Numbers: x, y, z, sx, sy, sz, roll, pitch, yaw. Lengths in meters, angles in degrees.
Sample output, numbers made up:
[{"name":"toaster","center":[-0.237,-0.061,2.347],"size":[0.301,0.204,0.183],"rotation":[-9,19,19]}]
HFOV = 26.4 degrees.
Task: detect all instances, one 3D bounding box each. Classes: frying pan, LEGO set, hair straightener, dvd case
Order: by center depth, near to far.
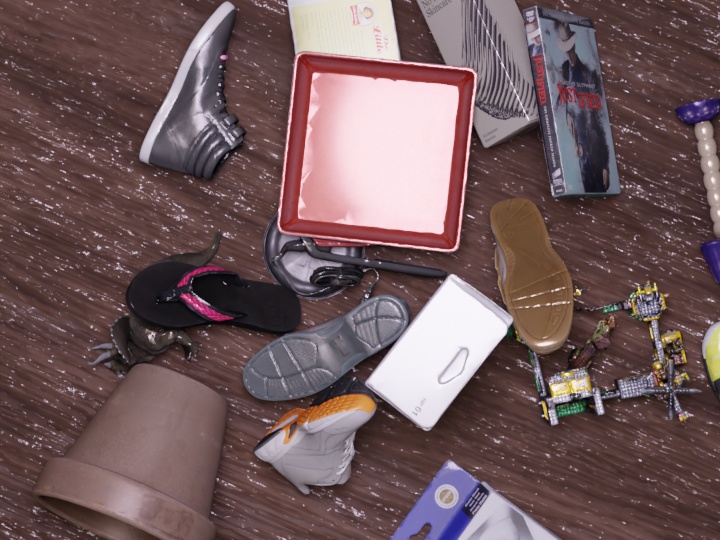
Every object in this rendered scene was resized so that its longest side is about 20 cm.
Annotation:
[{"name":"LEGO set","center":[0.258,0.091,1.647],"size":[0.199,0.116,0.154],"rotation":[-4,87,2]},{"name":"dvd case","center":[0.228,-0.178,1.653],"size":[0.022,0.146,0.201],"rotation":[-12,85,32]},{"name":"hair straightener","center":[0.000,0.000,1.679],"size":[0.199,0.041,0.077],"rotation":[1,91,-16]},{"name":"frying pan","center":[-0.020,-0.044,1.711],"size":[0.190,0.031,0.115],"rotation":[-30,89,3]}]

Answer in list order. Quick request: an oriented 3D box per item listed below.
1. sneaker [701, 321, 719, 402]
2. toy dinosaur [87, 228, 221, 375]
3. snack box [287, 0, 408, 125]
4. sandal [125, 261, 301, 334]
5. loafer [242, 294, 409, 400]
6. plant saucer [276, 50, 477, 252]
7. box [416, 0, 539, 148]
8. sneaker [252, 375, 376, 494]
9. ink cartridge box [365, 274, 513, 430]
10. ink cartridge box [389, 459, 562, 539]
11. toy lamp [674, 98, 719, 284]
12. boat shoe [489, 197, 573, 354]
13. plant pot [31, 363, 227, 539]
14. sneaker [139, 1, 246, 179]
[{"name":"sneaker","center":[0.430,0.147,1.660],"size":[0.075,0.076,0.200],"rotation":[-23,86,3]},{"name":"toy dinosaur","center":[-0.212,0.039,1.689],"size":[0.102,0.077,0.200],"rotation":[26,93,-10]},{"name":"snack box","center":[-0.018,-0.267,1.713],"size":[0.116,0.037,0.201],"rotation":[-9,87,3]},{"name":"sandal","center":[-0.154,0.027,1.659],"size":[0.200,0.045,0.075],"rotation":[7,68,-22]},{"name":"loafer","center":[-0.032,0.086,1.690],"size":[0.200,0.063,0.072],"rotation":[-26,89,12]},{"name":"plant saucer","center":[0.019,-0.128,1.670],"size":[0.199,0.037,0.200],"rotation":[6,91,4]},{"name":"box","center":[0.138,-0.243,1.675],"size":[0.068,0.082,0.200],"rotation":[-22,85,-41]},{"name":"sneaker","center":[-0.029,0.181,1.639],"size":[0.092,0.200,0.076],"rotation":[47,53,-7]},{"name":"ink cartridge box","center":[0.083,0.085,1.613],"size":[0.085,0.200,0.145],"rotation":[38,89,3]},{"name":"ink cartridge box","center":[0.121,0.343,1.681],"size":[0.200,0.041,0.200],"rotation":[35,89,3]},{"name":"toy lamp","center":[0.388,-0.085,1.681],"size":[0.058,0.058,0.201],"rotation":[-12,87,2]},{"name":"boat shoe","center":[0.184,0.014,1.637],"size":[0.074,0.069,0.200],"rotation":[-10,50,3]},{"name":"plant pot","center":[-0.225,0.199,1.638],"size":[0.200,0.200,0.175],"rotation":[22,72,3]},{"name":"sneaker","center":[-0.159,-0.191,1.702],"size":[0.099,0.071,0.200],"rotation":[26,95,1]}]
